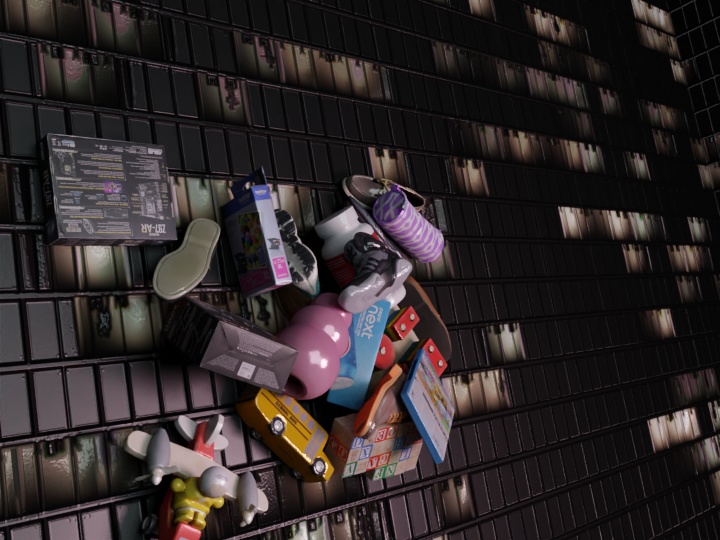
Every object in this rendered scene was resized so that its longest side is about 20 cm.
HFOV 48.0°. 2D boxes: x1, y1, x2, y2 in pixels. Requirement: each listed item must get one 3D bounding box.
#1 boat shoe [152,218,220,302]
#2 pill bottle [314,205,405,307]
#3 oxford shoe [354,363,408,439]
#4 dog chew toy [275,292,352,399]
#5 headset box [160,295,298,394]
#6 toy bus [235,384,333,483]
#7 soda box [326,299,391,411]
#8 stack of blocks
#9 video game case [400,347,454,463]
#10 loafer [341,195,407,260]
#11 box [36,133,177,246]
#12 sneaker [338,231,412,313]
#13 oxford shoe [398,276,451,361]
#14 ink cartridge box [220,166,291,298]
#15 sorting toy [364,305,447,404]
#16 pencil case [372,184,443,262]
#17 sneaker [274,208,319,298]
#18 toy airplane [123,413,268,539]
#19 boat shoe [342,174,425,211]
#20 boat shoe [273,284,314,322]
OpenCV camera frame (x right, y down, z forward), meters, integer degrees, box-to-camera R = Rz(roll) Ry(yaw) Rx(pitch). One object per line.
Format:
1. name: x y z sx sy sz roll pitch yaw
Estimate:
1. boat shoe: -0.279 -0.003 1.291 0.073 0.067 0.201 16 39 -5
2. pill bottle: -0.005 -0.016 1.544 0.112 0.112 0.202 -38 103 -43
3. oxford shoe: 0.050 0.238 1.413 0.073 0.071 0.200 41 34 1
4. dog chew toy: -0.076 0.116 1.353 0.125 0.124 0.201 48 46 -20
5. headset box: -0.211 0.109 1.262 0.148 0.199 0.078 26 88 -34
6. toy bus: -0.122 0.273 1.370 0.200 0.065 0.079 48 47 -20
7. soda box: -0.004 0.146 1.462 0.067 0.064 0.203 16 85 -2
8. stack of blocks: 0.028 0.315 1.464 0.198 0.058 0.117 -3 115 -44
9. video game case: 0.127 0.244 1.491 0.144 0.018 0.200 62 19 -10
10. loafer: 0.023 -0.057 1.620 0.200 0.063 0.072 49 7 -19
11. box: -0.391 -0.121 1.258 0.198 0.043 0.163 -2 78 -44
12. sneaker: 0.000 0.000 1.414 0.114 0.076 0.199 44 35 16
13. oxford shoe: 0.137 0.097 1.678 0.202 0.071 0.071 63 20 -14
14. ink cartridge box: -0.184 -0.063 1.382 0.042 0.119 0.203 -9 83 -38
15. sorting toy: 0.070 0.178 1.581 0.199 0.069 0.201 -44 108 -42
16. pencil case: 0.100 -0.092 1.661 0.200 0.083 0.087 43 56 -50
17. sneaker: -0.129 -0.029 1.426 0.201 0.077 0.080 58 -6 37
18. toy airplane: -0.235 0.305 1.197 0.199 0.140 0.202 -19 89 -45
19. boat shoe: 0.050 -0.158 1.674 0.198 0.059 0.073 20 52 -38
20. boat shoe: -0.093 0.076 1.460 0.072 0.068 0.202 -27 95 -43
